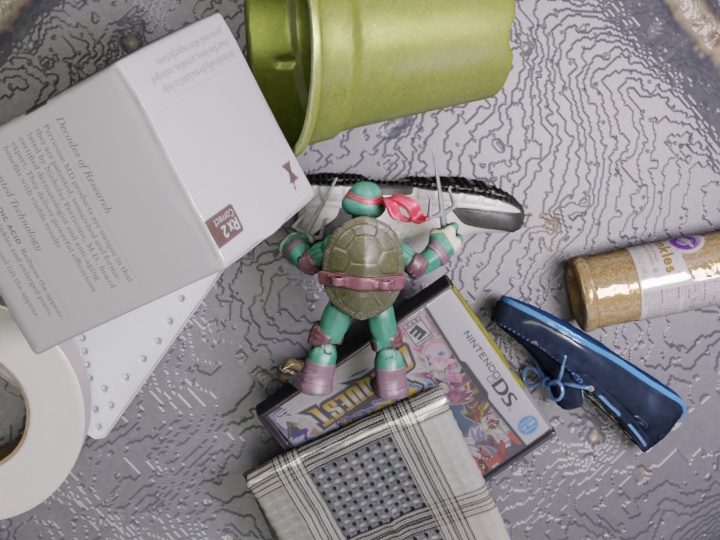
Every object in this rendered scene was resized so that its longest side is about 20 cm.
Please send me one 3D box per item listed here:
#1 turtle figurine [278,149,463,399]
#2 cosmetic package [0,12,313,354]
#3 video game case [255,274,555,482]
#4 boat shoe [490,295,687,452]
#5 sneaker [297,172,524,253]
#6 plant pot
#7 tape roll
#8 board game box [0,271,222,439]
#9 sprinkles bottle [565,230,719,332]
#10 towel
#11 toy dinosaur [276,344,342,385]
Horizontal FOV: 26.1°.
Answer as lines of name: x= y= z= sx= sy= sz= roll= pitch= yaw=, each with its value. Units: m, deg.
turtle figurine: x=0.000 y=0.000 z=1.239 sx=0.148 sy=0.101 sz=0.202 roll=8 pitch=102 yaw=11
cosmetic package: x=-0.177 y=-0.067 z=1.177 sx=0.199 sy=0.165 sz=0.166 roll=-23 pitch=101 yaw=29
video game case: x=0.041 y=0.129 z=1.335 sx=0.199 sy=0.026 sz=0.181 roll=-35 pitch=114 yaw=5
boat shoe: x=0.194 y=0.095 z=1.351 sx=0.199 sy=0.084 sz=0.069 roll=33 pitch=96 yaw=-8
sneaker: x=0.040 y=-0.040 z=1.325 sx=0.198 sy=0.074 sz=0.081 roll=2 pitch=101 yaw=1
plant pot: x=0.019 y=-0.199 z=1.249 sx=0.183 sy=0.200 sz=0.202 roll=-6 pitch=98 yaw=-17
tape roll: x=-0.325 y=0.111 z=1.293 sx=0.201 sy=0.037 sz=0.205 roll=0 pitch=107 yaw=1
board game box: x=-0.244 y=0.007 z=1.314 sx=0.199 sy=0.026 sz=0.201 roll=35 pitch=92 yaw=-10
sprinkles bottle: x=0.283 y=0.003 z=1.356 sx=0.198 sy=0.068 sz=0.069 roll=-11 pitch=99 yaw=-5
towel: x=0.020 y=0.218 z=1.336 sx=0.191 sy=0.035 sz=0.201 roll=-24 pitch=115 yaw=1
toy dinosaur: x=0.027 y=0.083 z=1.350 sx=0.198 sy=0.047 sz=0.089 roll=15 pitch=102 yaw=-13
